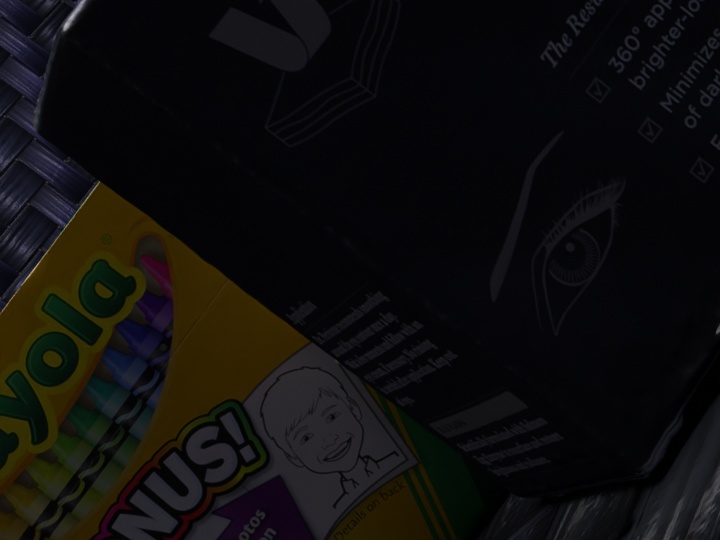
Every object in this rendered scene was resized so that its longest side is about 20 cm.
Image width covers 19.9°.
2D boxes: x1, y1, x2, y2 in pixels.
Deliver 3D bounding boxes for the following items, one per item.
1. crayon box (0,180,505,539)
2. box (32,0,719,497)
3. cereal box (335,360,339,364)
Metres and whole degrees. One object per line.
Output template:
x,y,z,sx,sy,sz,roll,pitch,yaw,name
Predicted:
-0.065,0.082,0.710,0.200,0.173,0.058,-54,4,-5,crayon box
0.041,-0.070,0.617,0.197,0.200,0.117,-54,4,-16,box
0.019,-0.085,0.700,0.144,0.200,0.040,-20,-6,-20,cereal box
